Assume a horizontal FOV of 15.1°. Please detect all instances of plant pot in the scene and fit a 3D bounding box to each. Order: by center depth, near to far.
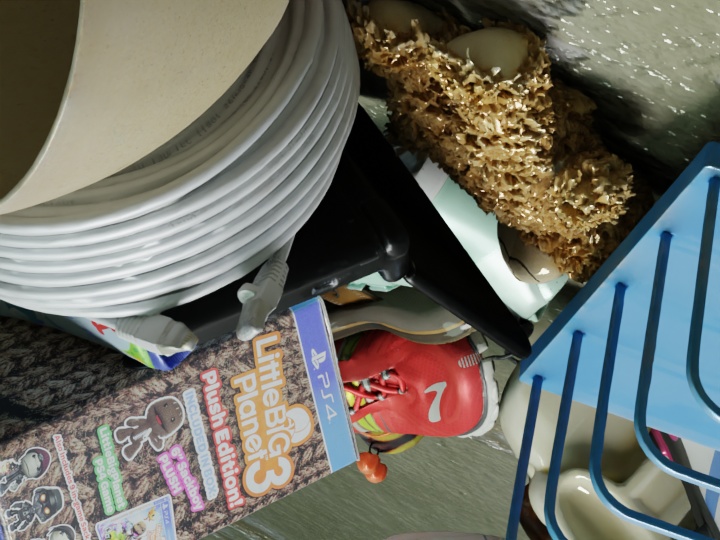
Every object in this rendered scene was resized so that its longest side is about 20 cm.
[{"bbox_3d":[-0.101,-0.125,0.996,0.134,0.201,0.200,-9,-169,-38],"label":"plant pot"}]

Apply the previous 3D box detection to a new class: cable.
[{"bbox_3d":[-0.100,-0.071,1.100,0.199,0.200,0.069,11,146,23],"label":"cable"}]

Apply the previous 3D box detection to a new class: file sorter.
[{"bbox_3d":[0.159,0.065,1.138,0.138,0.123,0.200,20,147,-11],"label":"file sorter"}]

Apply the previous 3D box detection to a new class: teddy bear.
[{"bbox_3d":[0.062,-0.050,1.171,0.145,0.067,0.200,23,166,22],"label":"teddy bear"}]

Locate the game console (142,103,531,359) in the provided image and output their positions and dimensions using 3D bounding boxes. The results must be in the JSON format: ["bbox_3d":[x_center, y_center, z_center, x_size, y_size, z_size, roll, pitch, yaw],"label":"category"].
[{"bbox_3d":[-0.045,-0.027,1.187,0.200,0.175,0.117,55,161,41],"label":"game console"}]

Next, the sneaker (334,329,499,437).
[{"bbox_3d":[0.001,0.066,1.493,0.200,0.085,0.077,-6,101,55],"label":"sneaker"}]

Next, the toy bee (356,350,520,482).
[{"bbox_3d":[0.004,0.065,1.634,0.199,0.109,0.131,13,160,43],"label":"toy bee"}]

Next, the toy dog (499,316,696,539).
[{"bbox_3d":[0.137,0.111,1.504,0.193,0.140,0.200,32,169,13],"label":"toy dog"}]

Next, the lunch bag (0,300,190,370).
[{"bbox_3d":[-0.143,-0.067,1.348,0.170,0.127,0.201,15,131,47],"label":"lunch bag"}]

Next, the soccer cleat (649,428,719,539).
[{"bbox_3d":[0.183,0.074,1.313,0.086,0.201,0.070,-19,176,-4],"label":"soccer cleat"}]

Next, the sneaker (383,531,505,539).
[{"bbox_3d":[0.086,0.186,1.505,0.199,0.075,0.087,15,169,29],"label":"sneaker"}]

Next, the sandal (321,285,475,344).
[{"bbox_3d":[0.000,0.000,1.468,0.200,0.082,0.055,6,136,50],"label":"sandal"}]

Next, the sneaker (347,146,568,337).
[{"bbox_3d":[0.032,-0.003,1.376,0.118,0.074,0.200,36,162,-15],"label":"sneaker"}]

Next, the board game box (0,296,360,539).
[{"bbox_3d":[-0.131,0.074,1.407,0.159,0.199,0.097,23,132,54],"label":"board game box"}]
